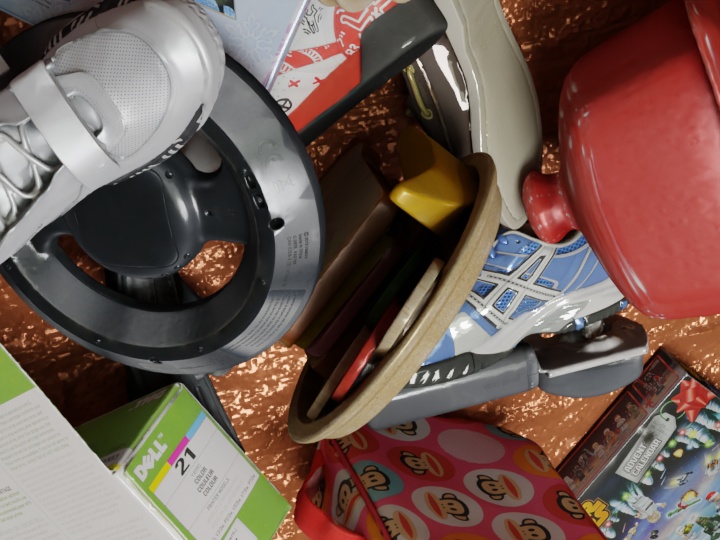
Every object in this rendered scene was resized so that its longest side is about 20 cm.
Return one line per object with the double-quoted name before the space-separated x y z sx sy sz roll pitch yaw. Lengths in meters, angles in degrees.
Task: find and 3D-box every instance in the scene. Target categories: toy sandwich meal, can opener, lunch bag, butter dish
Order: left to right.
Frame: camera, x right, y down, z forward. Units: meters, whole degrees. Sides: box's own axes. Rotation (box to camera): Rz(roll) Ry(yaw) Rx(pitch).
"toy sandwich meal" 0.000 0.000 0.785 0.070 0.205 0.206 34 101 -12
"lunch bag" 0.046 0.157 0.876 0.175 0.200 0.082 8 111 -20
"can opener" 0.093 0.072 0.936 0.199 0.053 0.067 -14 119 -11
"butter dish" 0.163 -0.055 0.821 0.147 0.200 0.201 -19 107 16

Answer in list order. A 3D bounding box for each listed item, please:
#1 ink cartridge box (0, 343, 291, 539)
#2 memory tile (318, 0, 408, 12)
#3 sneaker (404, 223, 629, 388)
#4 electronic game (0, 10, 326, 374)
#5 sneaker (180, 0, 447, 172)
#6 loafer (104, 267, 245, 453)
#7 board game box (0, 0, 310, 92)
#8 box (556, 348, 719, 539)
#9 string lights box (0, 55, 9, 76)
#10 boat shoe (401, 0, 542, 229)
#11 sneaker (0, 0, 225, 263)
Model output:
"ink cartridge box" -0.160 0.104 0.811 0.147 0.076 0.200 -24 111 41
"memory tile" 0.034 -0.221 0.661 0.153 0.017 0.201 -21 127 -56
"sneaker" 0.074 0.010 0.893 0.199 0.076 0.077 -23 115 -18
"electronic game" -0.112 -0.034 0.728 0.199 0.042 0.201 10 122 16
"sneaker" -0.056 -0.120 0.785 0.201 0.067 0.108 -34 87 29
"loafer" -0.106 0.040 0.841 0.070 0.068 0.202 -12 126 -11
"board game box" -0.100 -0.201 0.695 0.199 0.041 0.200 26 107 -4
"box" 0.200 0.169 1.029 0.137 0.040 0.200 33 102 -29
"string lights box" -0.260 -0.142 0.644 0.103 0.059 0.201 -40 104 -27
"boat shoe" 0.053 -0.112 0.825 0.072 0.059 0.201 -54 136 -39
"sneaker" -0.149 -0.045 0.638 0.199 0.115 0.075 -28 107 32
